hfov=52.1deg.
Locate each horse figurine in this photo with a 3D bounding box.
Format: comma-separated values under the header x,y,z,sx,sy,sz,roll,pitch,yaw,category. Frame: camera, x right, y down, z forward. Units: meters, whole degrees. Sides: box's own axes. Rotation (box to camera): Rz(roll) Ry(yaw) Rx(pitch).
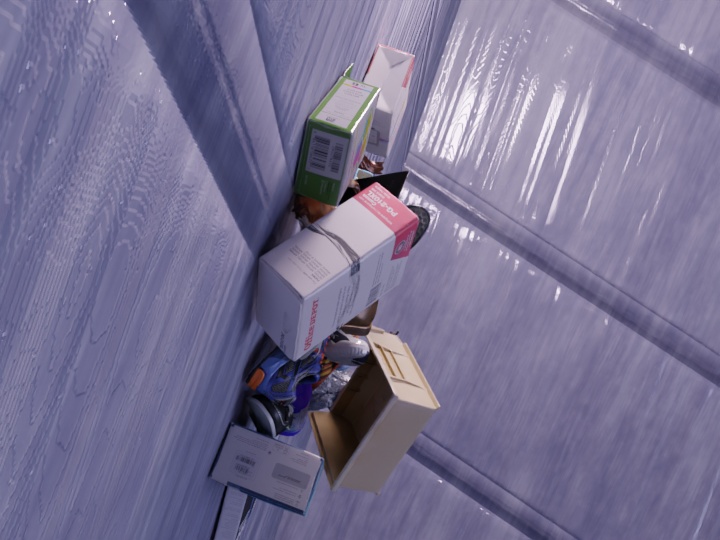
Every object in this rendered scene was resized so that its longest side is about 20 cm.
x,y,z,sx,sy,sz,roll,pitch,yaw,category
-0.034,-0.106,1.020,0.133,0.050,0.200,59,45,-39,horse figurine

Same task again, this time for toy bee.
x,y,z,sx,sy,sz,roll,pitch,yaw,category
-0.045,0.129,1.346,0.200,0.109,0.131,-24,164,-49,toy bee

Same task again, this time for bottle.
x,y,z,sx,sy,sz,roll,pitch,yaw,category
-0.125,0.210,1.262,0.200,0.083,0.065,106,6,-50,bottle

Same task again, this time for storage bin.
x,y,z,sx,sy,sz,roll,pitch,yaw,category
0.013,0.225,1.211,0.201,0.093,0.199,-60,-150,20,storage bin

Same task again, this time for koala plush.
x,y,z,sx,sy,sz,roll,pitch,yaw,category
-0.053,0.238,1.473,0.184,0.199,0.178,112,0,-51,koala plush

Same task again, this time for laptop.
x,y,z,sx,sy,sz,roll,pitch,yaw,category
-0.014,-0.060,1.262,0.200,0.115,0.188,105,6,-48,laptop

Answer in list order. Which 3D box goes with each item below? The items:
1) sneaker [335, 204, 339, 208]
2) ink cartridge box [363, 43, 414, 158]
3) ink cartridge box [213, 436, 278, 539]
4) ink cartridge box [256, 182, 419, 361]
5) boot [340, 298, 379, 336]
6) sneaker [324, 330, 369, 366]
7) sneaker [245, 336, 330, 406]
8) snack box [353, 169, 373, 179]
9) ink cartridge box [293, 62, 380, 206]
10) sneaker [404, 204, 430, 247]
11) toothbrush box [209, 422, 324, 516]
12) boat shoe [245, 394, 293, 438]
x,y,z,sx,sy,sz,roll,pitch,yaw,category
-0.067,-0.005,1.093,0.085,0.077,0.201,-52,161,-66,sneaker
0.037,-0.276,1.266,0.200,0.067,0.117,97,13,-73,ink cartridge box
-0.212,0.412,1.339,0.198,0.043,0.201,-62,172,-69,ink cartridge box
-0.032,0.002,0.939,0.200,0.084,0.145,-35,156,-30,ink cartridge box
-0.051,0.046,1.052,0.199,0.074,0.076,5,116,-47,boot
-0.047,0.083,1.227,0.199,0.079,0.130,-5,-117,55,sneaker
-0.085,0.130,1.097,0.200,0.078,0.075,-43,180,-41,sneaker
-0.025,-0.096,1.515,0.116,0.037,0.201,99,11,-68,snack box
-0.021,-0.181,0.955,0.200,0.059,0.104,-67,174,-53,ink cartridge box
0.034,-0.053,1.299,0.202,0.077,0.146,-38,-172,10,sneaker
-0.136,0.308,1.122,0.200,0.146,0.086,102,9,-71,toothbrush box
-0.135,0.217,1.135,0.060,0.076,0.200,-31,173,-17,boat shoe
